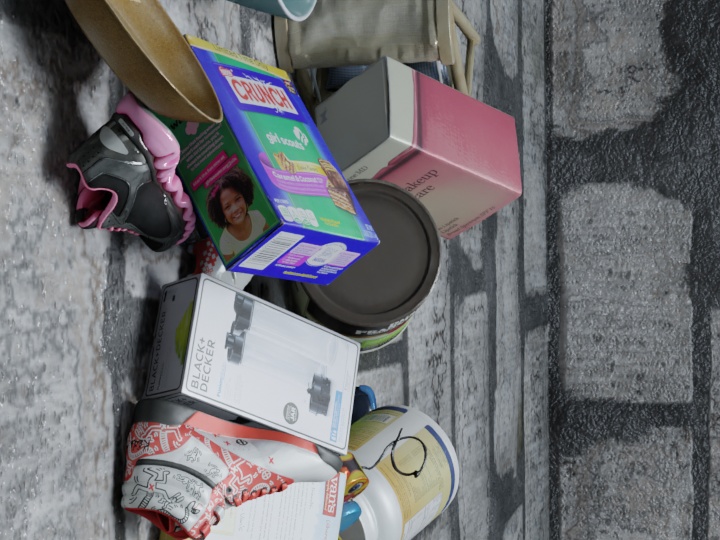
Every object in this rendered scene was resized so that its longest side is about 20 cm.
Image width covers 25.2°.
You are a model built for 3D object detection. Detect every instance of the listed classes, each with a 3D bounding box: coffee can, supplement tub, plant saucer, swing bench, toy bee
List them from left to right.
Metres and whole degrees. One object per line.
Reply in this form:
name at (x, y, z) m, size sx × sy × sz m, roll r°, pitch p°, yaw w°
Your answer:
plant saucer at (-0.181, -0.189, 1.260) m, size 0.201 × 0.035 × 0.200 m, roll 54°, pitch 8°, yaw -12°
toy bee at (-0.038, 0.218, 1.645) m, size 0.200 × 0.131 × 0.109 m, roll -53°, pitch 159°, yaw -10°
coffee can at (0.000, 0.000, 1.659) m, size 0.200 × 0.145 × 0.148 m, roll 113°, pitch -20°, yaw -79°
supplement tub at (0.007, 0.249, 1.805) m, size 0.200 × 0.144 × 0.145 m, roll -30°, pitch 119°, yaw -52°
swing bench at (0.020, -0.257, 1.818) m, size 0.200 × 0.197 × 0.131 m, roll 59°, pitch 33°, yaw -62°

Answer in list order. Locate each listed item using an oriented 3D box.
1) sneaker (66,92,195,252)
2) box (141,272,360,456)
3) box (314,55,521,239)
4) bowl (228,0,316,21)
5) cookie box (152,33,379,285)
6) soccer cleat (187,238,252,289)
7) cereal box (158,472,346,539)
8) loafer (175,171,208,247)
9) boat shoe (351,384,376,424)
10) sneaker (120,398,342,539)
sneaker at (-0.194, -0.062, 1.313) m, size 0.095 × 0.079 × 0.200 m, roll -42°, pitch 160°, yaw -17°
box at (-0.096, 0.093, 1.471) m, size 0.199 × 0.060 × 0.117 m, roll 27°, pitch 61°, yaw -36°
box at (0.064, -0.132, 1.783) m, size 0.199 × 0.128 × 0.110 m, roll 20°, pitch 54°, yaw -35°
bowl at (-0.110, -0.335, 1.526) m, size 0.201 × 0.104 × 0.202 m, roll -1°, pitch 90°, yaw -74°
cookie box at (-0.091, -0.095, 1.421) m, size 0.171 × 0.075 × 0.201 m, roll 9°, pitch 48°, yaw -61°
soccer cleat at (-0.109, -0.029, 1.557) m, size 0.201 × 0.085 × 0.069 m, roll -72°, pitch 157°, yaw -48°
cereal box at (-0.099, 0.242, 1.502) m, size 0.199 × 0.039 × 0.145 m, roll 23°, pitch 70°, yaw -44°
loafer at (-0.125, -0.090, 1.524) m, size 0.200 × 0.072 × 0.073 m, roll -69°, pitch 154°, yaw -51°
boat shoe at (-0.007, 0.241, 1.962) m, size 0.084 × 0.068 × 0.202 m, roll 41°, pitch 44°, yaw -86°
sneaker at (-0.115, 0.189, 1.408) m, size 0.200 × 0.067 × 0.109 m, roll 19°, pitch 71°, yaw -26°
